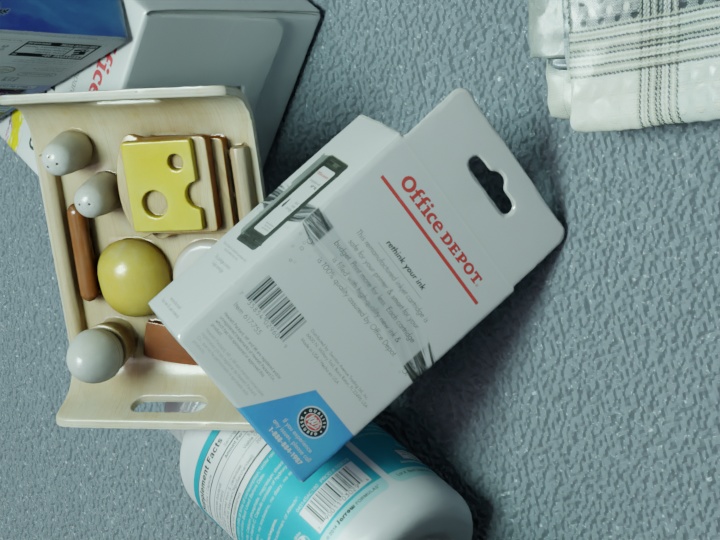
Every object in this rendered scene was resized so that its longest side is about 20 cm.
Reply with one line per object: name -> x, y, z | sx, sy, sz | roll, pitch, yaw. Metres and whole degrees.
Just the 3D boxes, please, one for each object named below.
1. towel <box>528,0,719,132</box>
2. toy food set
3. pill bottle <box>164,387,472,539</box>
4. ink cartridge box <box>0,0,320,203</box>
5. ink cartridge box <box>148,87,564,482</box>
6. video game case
towel -> 0.153, -0.168, 0.756 | 0.199, 0.034, 0.194 | 1, 100, 49
toy food set -> -0.125, -0.006, 0.889 | 0.142, 0.060, 0.202 | -1, 108, 18
pill bottle -> -0.034, 0.127, 0.939 | 0.200, 0.110, 0.112 | 38, 120, 36
ink cartridge box -> -0.156, -0.151, 1.001 | 0.200, 0.145, 0.148 | 42, 122, 32
ink cartridge box -> 0.000, 0.000, 0.848 | 0.116, 0.200, 0.068 | 52, 173, -25
video game case -> -0.263, -0.122, 0.868 | 0.181, 0.199, 0.046 | -21, 78, 43
